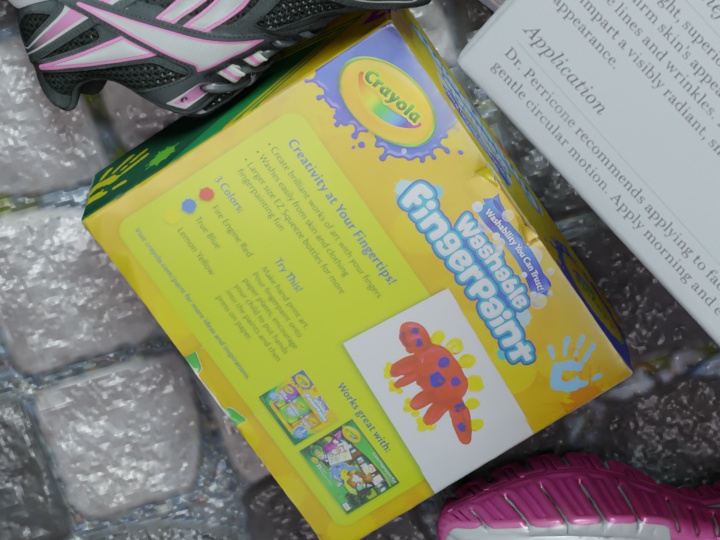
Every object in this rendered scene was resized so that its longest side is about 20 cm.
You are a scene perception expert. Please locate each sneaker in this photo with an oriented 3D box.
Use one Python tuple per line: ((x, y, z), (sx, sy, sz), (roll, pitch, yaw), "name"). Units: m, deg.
((-0.058, -0.110, 1.125), (0.200, 0.080, 0.086), (0, 110, 26), "sneaker")
((0.134, 0.144, 1.224), (0.200, 0.081, 0.088), (6, 108, -3), "sneaker")

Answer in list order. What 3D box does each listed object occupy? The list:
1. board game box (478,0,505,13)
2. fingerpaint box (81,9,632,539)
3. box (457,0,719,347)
((0.108, -0.161, 1.145), (0.200, 0.035, 0.136), (37, 105, -13), "board game box")
((0.000, 0.000, 1.181), (0.167, 0.073, 0.200), (-33, 108, 11), "fingerpaint box")
((0.178, -0.073, 1.012), (0.199, 0.200, 0.131), (48, 122, 7), "box")
